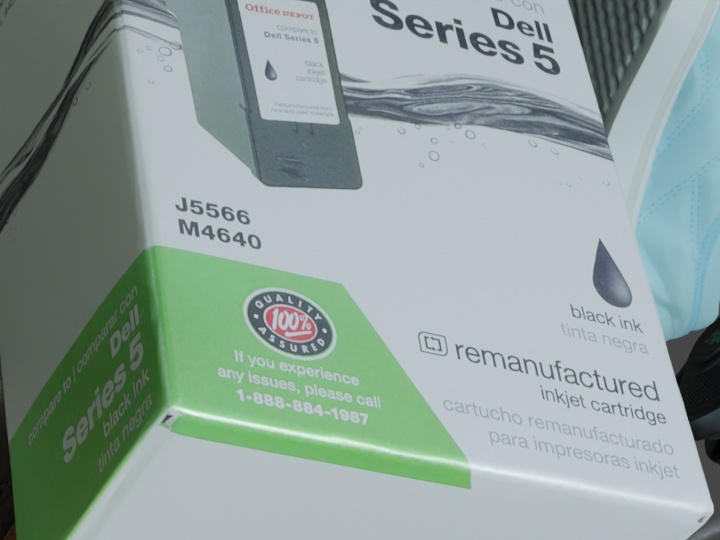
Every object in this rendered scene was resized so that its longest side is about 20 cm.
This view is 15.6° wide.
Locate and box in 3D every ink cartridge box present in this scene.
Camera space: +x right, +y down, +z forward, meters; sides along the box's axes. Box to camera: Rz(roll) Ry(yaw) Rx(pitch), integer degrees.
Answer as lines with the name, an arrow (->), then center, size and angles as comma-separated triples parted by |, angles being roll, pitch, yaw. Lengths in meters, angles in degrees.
ink cartridge box -> -0.013, -0.010, 0.658 | 0.145, 0.084, 0.201 | 12, 46, -28

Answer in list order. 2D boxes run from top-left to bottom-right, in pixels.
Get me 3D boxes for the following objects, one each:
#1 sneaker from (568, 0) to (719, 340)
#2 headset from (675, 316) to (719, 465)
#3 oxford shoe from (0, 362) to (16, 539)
sneaker -> 0.104, -0.063, 0.822 | 0.082, 0.074, 0.201 | -2, 128, -23
headset -> 0.164, 0.047, 0.855 | 0.123, 0.094, 0.201 | 16, 104, -5
oxford shoe -> -0.110, 0.005, 0.727 | 0.071, 0.073, 0.201 | 13, 65, -3
